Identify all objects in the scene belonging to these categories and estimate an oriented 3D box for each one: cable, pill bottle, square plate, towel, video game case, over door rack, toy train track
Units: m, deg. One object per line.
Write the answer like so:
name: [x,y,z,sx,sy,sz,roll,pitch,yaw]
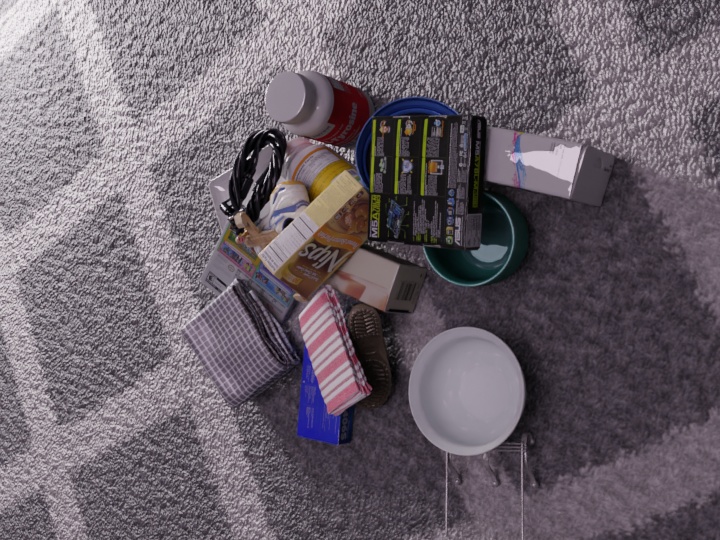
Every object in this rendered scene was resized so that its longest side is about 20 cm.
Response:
cable: [-0.193,-0.164,1.610,0.200,0.051,0.163,-56,30,22]
pill bottle: [-0.060,-0.155,1.590,0.200,0.111,0.111,40,109,34]
pill bottle: [-0.070,-0.281,1.554,0.112,0.200,0.112,-2,87,33]
square plate: [-0.193,-0.121,1.728,0.198,0.028,0.200,-26,74,30]
towel: [-0.048,0.139,1.538,0.146,0.030,0.200,-45,60,57]
towel: [-0.230,0.136,1.681,0.166,0.086,0.200,-40,80,31]
video game case: [-0.198,0.002,1.702,0.200,0.022,0.182,37,114,20]
over door rack: [0.200,0.357,1.416,0.148,0.067,0.200,-7,63,33]
toy train track: [-0.157,-0.015,1.563,0.115,0.033,0.200,-8,126,52]

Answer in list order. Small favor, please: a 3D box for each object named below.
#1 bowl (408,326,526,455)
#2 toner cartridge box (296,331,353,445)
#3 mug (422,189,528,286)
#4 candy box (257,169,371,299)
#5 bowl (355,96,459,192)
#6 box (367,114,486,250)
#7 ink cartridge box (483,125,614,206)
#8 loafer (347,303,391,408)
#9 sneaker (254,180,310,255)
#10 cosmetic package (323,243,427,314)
bowl: [0.184,0.192,1.425,0.201,0.090,0.201,-6,78,33]
toner cartridge box: [-0.058,0.205,1.614,0.095,0.043,0.200,6,91,33]
mug: [0.177,-0.061,1.426,0.185,0.114,0.152,40,109,21]
candy box: [-0.058,-0.056,1.465,0.200,0.115,0.055,-45,56,2]
bowl: [0.092,-0.188,1.490,0.200,0.039,0.201,-1,77,4]
box: [0.097,-0.136,1.369,0.193,0.047,0.200,7,98,43]
ink cartridge box: [0.263,-0.161,1.364,0.200,0.145,0.084,17,99,32]
loafer: [0.015,0.144,1.547,0.076,0.068,0.200,-1,112,2]
sneaker: [-0.135,-0.061,1.563,0.088,0.075,0.200,65,150,32]
cosmetic package: [0.000,0.000,1.553,0.200,0.103,0.087,24,99,33]
